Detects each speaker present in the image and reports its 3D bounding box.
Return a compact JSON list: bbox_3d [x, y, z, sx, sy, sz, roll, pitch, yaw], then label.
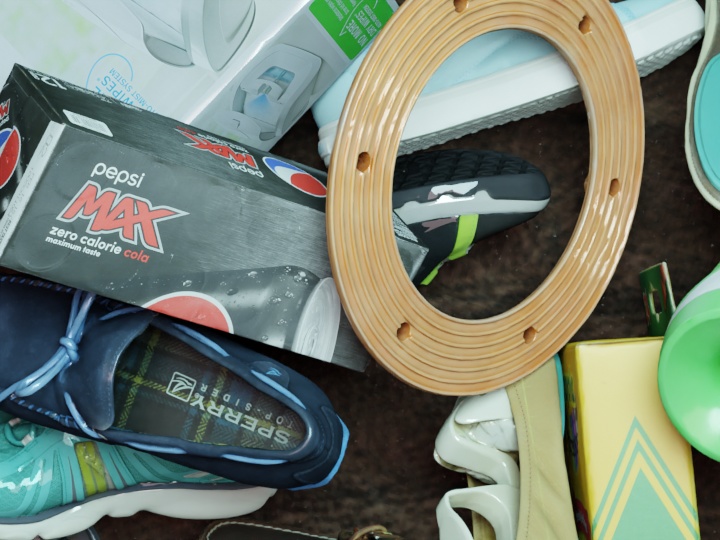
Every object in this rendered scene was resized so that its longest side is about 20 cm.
[{"bbox_3d":[0.200,0.012,0.987,0.088,0.200,0.089,12,117,24],"label":"speaker"}]

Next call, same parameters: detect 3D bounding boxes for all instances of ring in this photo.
[{"bbox_3d":[0.056,-0.043,0.979,0.019,0.200,0.202,16,88,46],"label":"ring"}]

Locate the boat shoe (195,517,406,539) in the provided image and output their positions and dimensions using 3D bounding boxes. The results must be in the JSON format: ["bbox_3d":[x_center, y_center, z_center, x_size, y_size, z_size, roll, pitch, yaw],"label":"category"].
[{"bbox_3d":[0.013,0.155,1.041,0.199,0.070,0.071,19,121,9],"label":"boat shoe"}]

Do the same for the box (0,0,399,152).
[{"bbox_3d":[-0.115,-0.135,1.037,0.176,0.097,0.200,-45,72,1],"label":"box"}]

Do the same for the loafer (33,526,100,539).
[{"bbox_3d":[-0.205,0.089,1.069,0.200,0.063,0.072,42,89,3],"label":"loafer"}]

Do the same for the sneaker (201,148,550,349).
[{"bbox_3d":[0.000,0.000,1.073,0.198,0.072,0.083,-15,106,4],"label":"sneaker"}]

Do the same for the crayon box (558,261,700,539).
[{"bbox_3d":[0.126,0.100,1.027,0.050,0.127,0.202,-5,87,2],"label":"crayon box"}]

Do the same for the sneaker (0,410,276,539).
[{"bbox_3d":[-0.124,0.073,1.034,0.198,0.080,0.078,-6,53,-19],"label":"sneaker"}]

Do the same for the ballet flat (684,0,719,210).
[{"bbox_3d":[0.189,-0.093,1.027,0.069,0.070,0.201,10,57,2],"label":"ballet flat"}]

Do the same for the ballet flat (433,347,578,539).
[{"bbox_3d":[0.065,0.095,1.008,0.063,0.201,0.069,12,132,-18],"label":"ballet flat"}]

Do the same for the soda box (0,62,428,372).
[{"bbox_3d":[-0.071,-0.020,0.950,0.199,0.063,0.071,18,108,-37],"label":"soda box"}]

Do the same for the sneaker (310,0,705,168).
[{"bbox_3d":[0.066,-0.115,1.062,0.198,0.074,0.083,-17,87,-1],"label":"sneaker"}]

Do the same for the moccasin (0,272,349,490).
[{"bbox_3d":[-0.100,0.039,0.966,0.198,0.068,0.081,13,80,8],"label":"moccasin"}]
